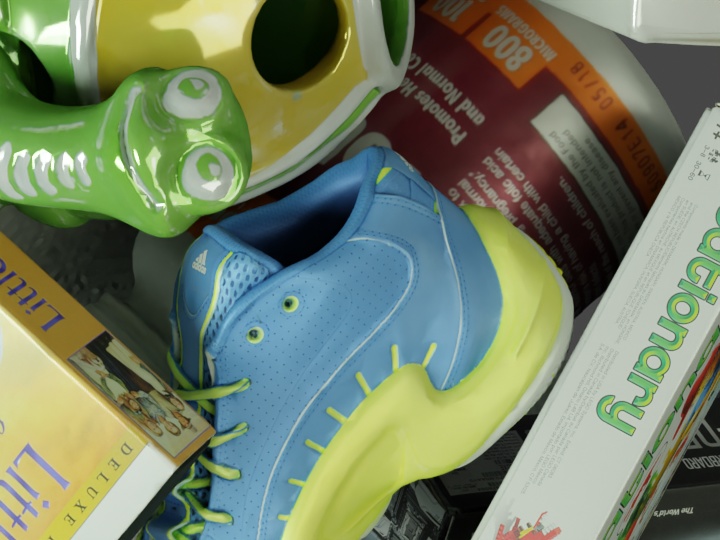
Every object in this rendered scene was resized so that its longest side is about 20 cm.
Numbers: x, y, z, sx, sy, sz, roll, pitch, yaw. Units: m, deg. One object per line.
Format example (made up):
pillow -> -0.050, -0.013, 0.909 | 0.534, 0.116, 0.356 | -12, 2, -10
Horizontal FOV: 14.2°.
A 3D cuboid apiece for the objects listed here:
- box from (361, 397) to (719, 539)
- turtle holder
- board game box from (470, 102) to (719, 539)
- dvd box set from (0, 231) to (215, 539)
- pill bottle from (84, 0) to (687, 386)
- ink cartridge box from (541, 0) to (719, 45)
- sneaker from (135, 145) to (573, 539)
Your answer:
box -> 0.088, 0.121, 1.021 | 0.199, 0.050, 0.158 | -3, 127, -28
turtle holder -> -0.057, -0.082, 0.811 | 0.131, 0.185, 0.142 | -3, 92, 9
board game box -> 0.074, 0.056, 0.871 | 0.034, 0.126, 0.201 | 28, 86, 12
dvd box set -> -0.155, 0.029, 0.796 | 0.200, 0.029, 0.146 | 43, 119, 4
pill bottle -> 0.000, 0.000, 0.919 | 0.200, 0.114, 0.114 | -41, 121, -11
ink cartridge box -> 0.097, -0.160, 0.863 | 0.144, 0.200, 0.148 | -4, 109, -27
sneaker -> -0.036, 0.046, 0.816 | 0.200, 0.076, 0.105 | -47, 116, -7
